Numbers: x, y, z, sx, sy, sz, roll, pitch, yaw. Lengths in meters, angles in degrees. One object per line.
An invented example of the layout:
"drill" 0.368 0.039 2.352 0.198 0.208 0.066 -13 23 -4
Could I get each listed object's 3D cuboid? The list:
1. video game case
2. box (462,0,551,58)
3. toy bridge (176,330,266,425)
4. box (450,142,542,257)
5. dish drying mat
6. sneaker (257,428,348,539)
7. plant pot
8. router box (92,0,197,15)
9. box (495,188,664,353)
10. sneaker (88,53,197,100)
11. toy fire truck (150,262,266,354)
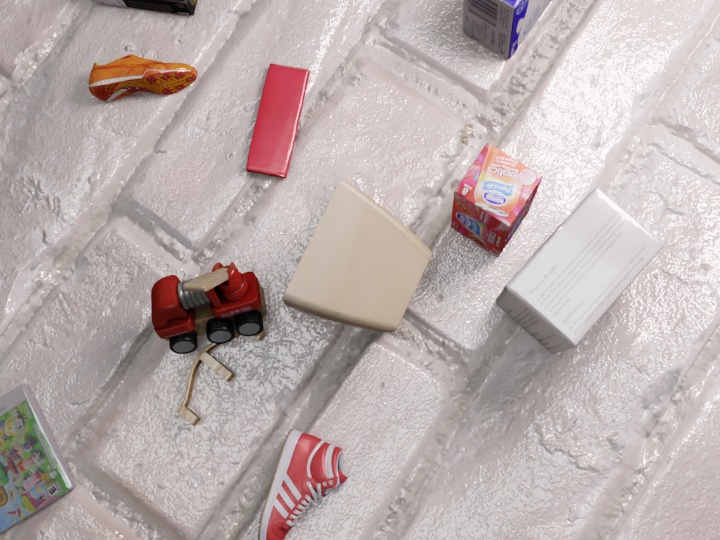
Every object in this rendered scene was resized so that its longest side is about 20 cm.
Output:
"video game case" -0.601 0.325 1.333 0.181 0.022 0.201 -31 79 0
"box" 0.264 -0.489 1.303 0.105 0.184 0.201 34 85 12
"toy bridge" -0.241 0.159 1.322 0.067 0.027 0.200 36 84 12
"box" 0.207 -0.104 1.233 0.099 0.200 0.096 34 83 10
"dish drying mat" -0.145 -0.264 1.392 0.076 0.018 0.202 10 80 7
"sneaker" -0.087 0.363 1.248 0.112 0.071 0.201 13 80 11
"plant pot" 0.000 0.000 1.250 0.176 0.200 0.201 27 84 -1
"router box" -0.389 -0.557 1.451 0.198 0.051 0.150 10 80 8
"box" 0.323 0.008 1.202 0.131 0.200 0.199 42 87 9
"sneaker" -0.390 -0.355 1.408 0.198 0.073 0.078 -2 70 3
"toy fire truck" -0.254 0.042 1.239 0.175 0.200 0.129 -15 53 3
